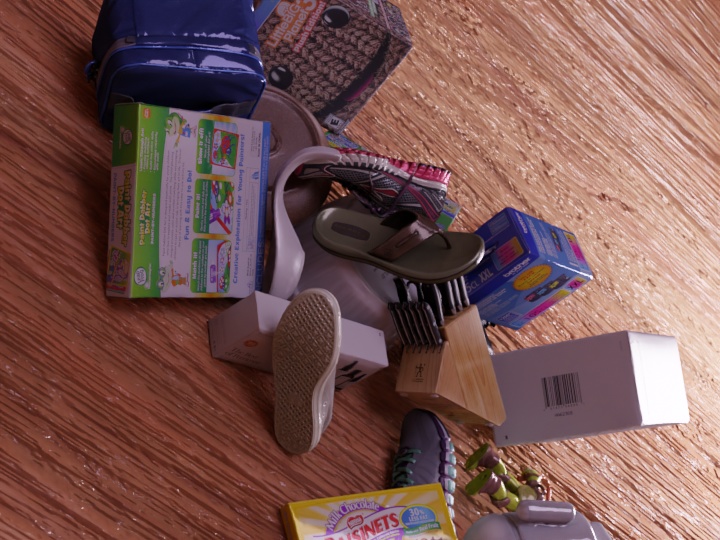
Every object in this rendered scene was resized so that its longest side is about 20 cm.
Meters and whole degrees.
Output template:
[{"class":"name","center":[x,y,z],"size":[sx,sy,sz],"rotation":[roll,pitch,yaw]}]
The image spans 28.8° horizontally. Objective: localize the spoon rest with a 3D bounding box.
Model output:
[{"class":"spoon rest","center":[-0.083,-0.048,1.575],"size":[0.060,0.201,0.099],"rotation":[19,10,-11]}]

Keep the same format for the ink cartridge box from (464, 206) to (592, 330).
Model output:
[{"class":"ink cartridge box","center":[0.184,-0.003,1.780],"size":[0.200,0.136,0.077],"rotation":[19,41,-50]}]

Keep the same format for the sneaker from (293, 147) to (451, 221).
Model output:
[{"class":"sneaker","center":[0.015,-0.100,1.644],"size":[0.199,0.081,0.075],"rotation":[11,93,-24]}]

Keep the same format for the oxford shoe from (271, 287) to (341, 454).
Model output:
[{"class":"oxford shoe","center":[-0.055,0.102,1.500],"size":[0.075,0.201,0.058],"rotation":[18,31,19]}]

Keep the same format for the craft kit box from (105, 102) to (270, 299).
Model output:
[{"class":"craft kit box","center":[-0.181,-0.069,1.501],"size":[0.197,0.048,0.201],"rotation":[2,91,-53]}]

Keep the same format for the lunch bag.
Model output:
[{"class":"lunch bag","center":[-0.208,-0.224,1.552],"size":[0.199,0.136,0.133],"rotation":[-2,61,-22]}]

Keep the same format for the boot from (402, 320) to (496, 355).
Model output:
[{"class":"boot","center":[0.107,0.050,1.817],"size":[0.198,0.073,0.163],"rotation":[21,51,-51]}]

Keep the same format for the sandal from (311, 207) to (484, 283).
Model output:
[{"class":"sandal","center":[0.042,-0.038,1.591],"size":[0.200,0.058,0.080],"rotation":[12,46,4]}]

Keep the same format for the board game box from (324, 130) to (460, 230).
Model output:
[{"class":"board game box","center":[0.032,-0.113,1.778],"size":[0.199,0.029,0.135],"rotation":[31,11,2]}]

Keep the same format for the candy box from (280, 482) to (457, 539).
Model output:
[{"class":"candy box","center":[0.015,0.290,1.512],"size":[0.199,0.026,0.103],"rotation":[-2,62,-33]}]

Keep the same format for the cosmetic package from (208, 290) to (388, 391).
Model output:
[{"class":"cosmetic package","center":[-0.067,0.082,1.568],"size":[0.199,0.082,0.051],"rotation":[19,50,-42]}]

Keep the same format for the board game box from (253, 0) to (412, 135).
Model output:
[{"class":"board game box","center":[-0.064,-0.294,1.759],"size":[0.199,0.160,0.097],"rotation":[27,29,-29]}]

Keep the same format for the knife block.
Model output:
[{"class":"knife block","center":[0.109,0.077,1.666],"size":[0.200,0.064,0.177],"rotation":[31,67,-44]}]

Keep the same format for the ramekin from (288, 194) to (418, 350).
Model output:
[{"class":"ramekin","center":[0.000,0.000,1.703],"size":[0.202,0.094,0.203],"rotation":[31,42,-33]}]

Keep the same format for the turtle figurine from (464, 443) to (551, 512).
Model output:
[{"class":"turtle figurine","center":[0.200,0.299,1.747],"size":[0.161,0.064,0.201],"rotation":[42,38,-22]}]

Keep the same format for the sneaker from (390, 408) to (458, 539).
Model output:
[{"class":"sneaker","center":[0.060,0.246,1.611],"size":[0.087,0.074,0.201],"rotation":[18,51,-37]}]

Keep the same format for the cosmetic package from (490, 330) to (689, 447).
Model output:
[{"class":"cosmetic package","center":[0.294,0.153,1.813],"size":[0.200,0.198,0.124],"rotation":[11,69,-60]}]

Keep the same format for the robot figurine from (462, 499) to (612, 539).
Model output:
[{"class":"robot figurine","center":[0.200,0.338,1.638],"size":[0.199,0.171,0.113],"rotation":[0,24,-18]}]

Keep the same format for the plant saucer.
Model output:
[{"class":"plant saucer","center":[-0.118,-0.146,1.652],"size":[0.199,0.037,0.201],"rotation":[10,62,-19]}]
